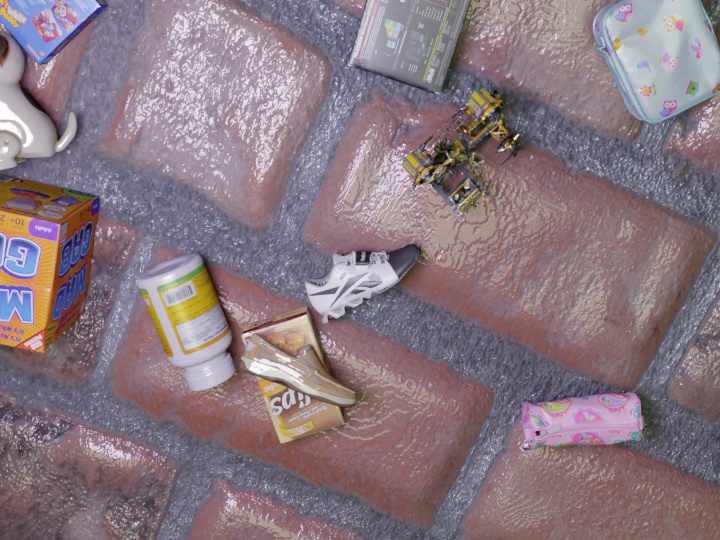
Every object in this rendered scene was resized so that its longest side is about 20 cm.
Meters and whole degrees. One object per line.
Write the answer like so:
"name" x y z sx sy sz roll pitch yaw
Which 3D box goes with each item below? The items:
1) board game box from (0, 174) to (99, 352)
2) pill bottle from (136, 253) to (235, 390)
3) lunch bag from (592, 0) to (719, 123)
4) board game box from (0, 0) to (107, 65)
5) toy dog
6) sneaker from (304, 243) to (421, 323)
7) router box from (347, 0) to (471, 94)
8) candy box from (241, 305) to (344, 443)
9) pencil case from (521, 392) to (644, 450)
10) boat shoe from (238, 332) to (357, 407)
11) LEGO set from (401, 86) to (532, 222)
"board game box" -0.536 -0.020 1.468 0.198 0.200 0.202 12 105 -2
"pill bottle" -0.272 0.085 1.540 0.110 0.111 0.202 -18 104 6
"lunch bag" 0.443 -0.332 1.435 0.159 0.077 0.201 -27 103 9
"board game box" -0.498 -0.431 1.437 0.134 0.045 0.200 -38 101 10
"toy dog" -0.541 -0.257 1.439 0.192 0.140 0.202 -12 103 2
"sneaker" 0.000 0.000 1.532 0.199 0.074 0.089 -31 105 8
"router box" 0.079 -0.381 1.431 0.148 0.062 0.202 17 106 -5
"candy box" -0.110 0.173 1.590 0.114 0.055 0.202 -17 103 4
"pencil case" 0.365 0.251 1.591 0.198 0.088 0.088 -5 105 1
"boat shoe" -0.090 0.155 1.526 0.198 0.072 0.077 22 86 -8
"LEGO set" 0.169 -0.164 1.443 0.200 0.154 0.116 -41 74 0
